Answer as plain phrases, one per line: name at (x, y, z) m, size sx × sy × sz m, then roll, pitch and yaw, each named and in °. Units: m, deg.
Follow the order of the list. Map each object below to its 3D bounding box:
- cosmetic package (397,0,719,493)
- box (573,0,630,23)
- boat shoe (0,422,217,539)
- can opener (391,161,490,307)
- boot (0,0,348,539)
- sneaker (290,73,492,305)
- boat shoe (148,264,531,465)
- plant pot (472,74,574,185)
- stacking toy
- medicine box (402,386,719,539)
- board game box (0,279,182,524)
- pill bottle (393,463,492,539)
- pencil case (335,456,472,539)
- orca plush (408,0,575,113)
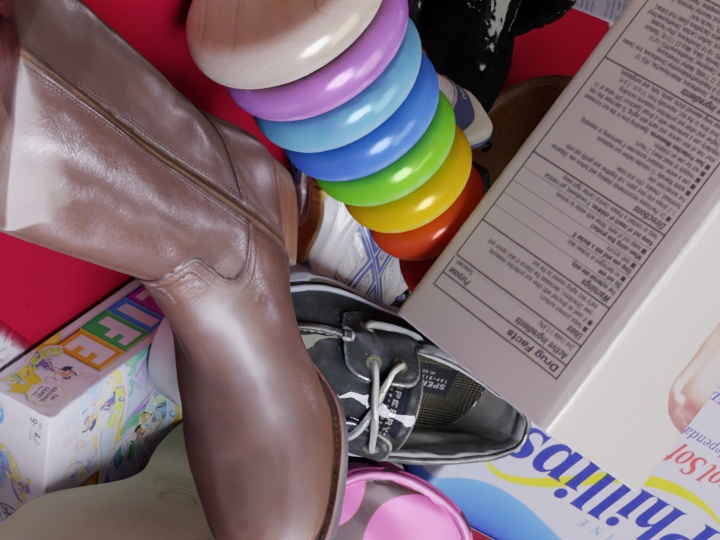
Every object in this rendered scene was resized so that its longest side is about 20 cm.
cosmetic package at (0.124, -0.024, 0.744) m, size 0.200 × 0.103 × 0.087 m, roll -52°, pitch 137°, yaw 2°
box at (0.187, -0.222, 1.042) m, size 0.200 × 0.101 × 0.113 m, roll -39°, pitch 147°, yaw -49°
boat shoe at (-0.084, 0.113, 0.724) m, size 0.201 × 0.074 × 0.063 m, roll -25°, pitch 129°, yaw -65°
can opener at (0.061, -0.006, 0.887) m, size 0.063 × 0.200 × 0.079 m, roll -13°, pitch 111°, yaw -33°
boot at (-0.075, 0.006, 0.617) m, size 0.200 × 0.064 × 0.186 m, roll 39°, pitch 37°, yaw -62°
sneaker at (0.000, 0.000, 0.845) m, size 0.088 × 0.075 × 0.200 m, roll 16°, pitch 104°, yaw -27°
boat shoe at (0.002, 0.045, 0.783) m, size 0.200 × 0.071 × 0.072 m, roll 7°, pitch 109°, yaw -45°
plant pot at (0.132, -0.020, 1.080) m, size 0.186 × 0.186 × 0.200 m, roll -57°, pitch 143°, yaw -19°
stacking toy at (0.011, -0.049, 0.752) m, size 0.085 × 0.085 × 0.200 m, roll -56°, pitch 134°, yaw -21°
medicine box at (0.145, 0.060, 0.980) m, size 0.182 × 0.103 × 0.200 m, roll 30°, pitch 111°, yaw -29°
board game box at (-0.112, 0.102, 0.798) m, size 0.134 × 0.034 × 0.200 m, roll -39°, pitch 148°, yaw -48°
pill bottle at (0.025, 0.154, 1.072) m, size 0.200 × 0.113 × 0.113 m, roll -43°, pitch 151°, yaw -44°
pencil case at (-0.004, 0.122, 0.881) m, size 0.091 × 0.094 × 0.200 m, roll -58°, pitch -170°, yaw -2°
orca plush at (0.085, -0.154, 0.920) m, size 0.200 × 0.071 × 0.105 m, roll -65°, pitch 159°, yaw 3°
